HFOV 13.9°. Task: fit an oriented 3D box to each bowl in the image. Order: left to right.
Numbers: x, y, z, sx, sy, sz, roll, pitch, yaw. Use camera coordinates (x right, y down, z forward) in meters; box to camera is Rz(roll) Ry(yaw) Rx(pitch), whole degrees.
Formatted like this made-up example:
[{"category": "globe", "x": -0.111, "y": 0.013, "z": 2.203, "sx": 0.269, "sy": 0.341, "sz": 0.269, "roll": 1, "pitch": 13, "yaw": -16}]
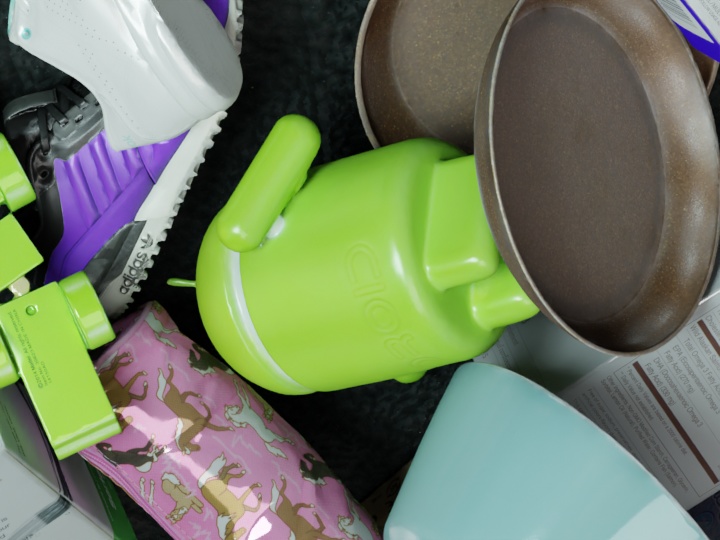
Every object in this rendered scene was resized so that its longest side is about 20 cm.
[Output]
[{"category": "bowl", "x": 0.089, "y": 0.154, "z": 1.502, "sx": 0.105, "sy": 0.201, "sz": 0.201, "roll": -46, "pitch": 124, "yaw": -16}]

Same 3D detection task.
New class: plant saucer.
[{"category": "plant saucer", "x": 0.091, "y": -0.120, "z": 1.548, "sx": 0.199, "sy": 0.037, "sz": 0.201, "roll": -6, "pitch": 121, "yaw": -10}, {"category": "plant saucer", "x": 0.116, "y": -0.055, "z": 1.487, "sx": 0.032, "sy": 0.201, "sz": 0.200, "roll": -7, "pitch": 134, "yaw": 41}]

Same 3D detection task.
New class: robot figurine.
[{"category": "robot figurine", "x": 0.000, "y": 0.000, "z": 1.524, "sx": 0.199, "sy": 0.116, "sz": 0.175, "roll": -15, "pitch": 146, "yaw": 34}]

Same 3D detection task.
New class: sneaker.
[{"category": "sneaker", "x": -0.145, "y": -0.148, "z": 1.430, "sx": 0.088, "sy": 0.075, "sz": 0.200, "roll": -27, "pitch": 97, "yaw": 27}, {"category": "sneaker", "x": -0.131, "y": -0.074, "z": 1.501, "sx": 0.099, "sy": 0.070, "sz": 0.201, "roll": 21, "pitch": 110, "yaw": -14}]

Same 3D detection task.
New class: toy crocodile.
[{"category": "toy crocodile", "x": -0.177, "y": -0.002, "z": 1.467, "sx": 0.067, "sy": 0.062, "sz": 0.201, "roll": -29, "pitch": 91, "yaw": -5}]

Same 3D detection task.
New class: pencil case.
[{"category": "pencil case", "x": -0.075, "y": 0.108, "z": 1.538, "sx": 0.200, "sy": 0.087, "sz": 0.083, "roll": 46, "pitch": 117, "yaw": -8}]

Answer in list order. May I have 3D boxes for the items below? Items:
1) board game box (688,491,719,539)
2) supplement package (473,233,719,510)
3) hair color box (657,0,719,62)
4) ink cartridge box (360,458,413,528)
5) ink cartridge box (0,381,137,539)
[{"category": "board game box", "x": 0.245, "y": 0.094, "z": 1.614, "sx": 0.200, "sy": 0.200, "sz": 0.026, "roll": -34, "pitch": 121, "yaw": 7}, {"category": "supplement package", "x": 0.174, "y": 0.042, "z": 1.616, "sx": 0.200, "sy": 0.117, "sz": 0.117, "roll": -33, "pitch": 120, "yaw": 6}, {"category": "hair color box", "x": 0.223, "y": -0.209, "z": 1.489, "sx": 0.200, "sy": 0.065, "sz": 0.109, "roll": -46, "pitch": 121, "yaw": -3}, {"category": "ink cartridge box", "x": 0.031, "y": 0.220, "z": 1.711, "sx": 0.200, "sy": 0.075, "sz": 0.165, "roll": -41, "pitch": 120, "yaw": 10}, {"category": "ink cartridge box", "x": -0.222, "y": 0.125, "z": 1.537, "sx": 0.146, "sy": 0.083, "sz": 0.200, "roll": -28, "pitch": 152, "yaw": 4}]
